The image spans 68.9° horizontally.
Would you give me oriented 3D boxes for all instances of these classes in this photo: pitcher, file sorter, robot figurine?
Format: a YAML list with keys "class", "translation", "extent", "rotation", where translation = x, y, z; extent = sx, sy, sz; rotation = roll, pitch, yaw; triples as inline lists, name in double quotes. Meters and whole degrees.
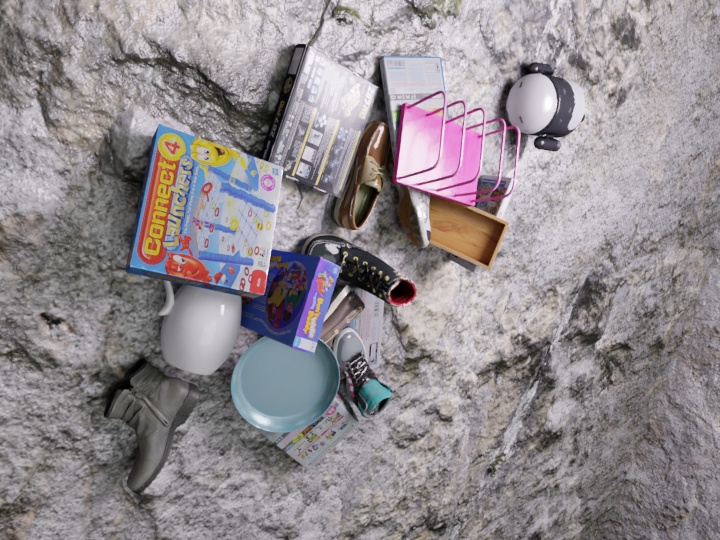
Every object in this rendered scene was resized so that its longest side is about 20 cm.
- class: "pitcher"
  translation: [-0.260, 0.046, 0.825]
  extent: [0.168, 0.120, 0.207]
  rotation: [22, 86, -36]
- class: "file sorter"
  translation: [0.176, -0.212, 0.935]
  extent: [0.194, 0.124, 0.145]
  rotation: [10, 85, -32]
- class: "robot figurine"
  translation: [0.406, -0.357, 1.146]
  extent: [0.194, 0.153, 0.126]
  rotation: [-5, 142, -35]

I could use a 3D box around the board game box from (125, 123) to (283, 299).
- class: "board game box"
  translation: [-0.222, -0.079, 0.769]
  extent: [0.190, 0.055, 0.208]
  rotation: [13, 77, -30]

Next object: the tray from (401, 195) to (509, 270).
- class: "tray"
  translation: [0.191, -0.088, 1.061]
  extent: [0.102, 0.195, 0.037]
  rotation: [-66, 167, 8]

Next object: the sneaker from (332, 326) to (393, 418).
- class: "sneaker"
  translation: [0.008, 0.220, 1.059]
  extent: [0.082, 0.120, 0.205]
  rotation: [-30, 124, -21]

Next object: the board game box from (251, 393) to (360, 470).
- class: "board game box"
  translation: [-0.110, 0.289, 1.050]
  extent: [0.146, 0.064, 0.202]
  rotation: [-39, 126, -2]

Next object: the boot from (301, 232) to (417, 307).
- class: "boot"
  translation: [0.001, -0.001, 0.969]
  extent: [0.200, 0.153, 0.076]
  rotation: [20, 98, -40]

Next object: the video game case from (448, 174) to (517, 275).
- class: "video game case"
  translation: [0.259, -0.103, 1.129]
  extent: [0.017, 0.143, 0.206]
  rotation: [19, 98, -15]

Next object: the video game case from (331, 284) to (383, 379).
- class: "video game case"
  translation: [-0.030, 0.130, 1.087]
  extent: [0.177, 0.022, 0.208]
  rotation: [-11, 115, -33]

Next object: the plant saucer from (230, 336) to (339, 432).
- class: "plant saucer"
  translation: [-0.133, 0.195, 0.937]
  extent: [0.192, 0.028, 0.208]
  rotation: [-5, 112, -13]

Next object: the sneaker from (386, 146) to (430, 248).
- class: "sneaker"
  translation: [0.116, -0.149, 1.021]
  extent: [0.086, 0.075, 0.207]
  rotation: [-23, 107, -25]

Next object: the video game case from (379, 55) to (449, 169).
- class: "video game case"
  translation: [0.108, -0.290, 0.976]
  extent: [0.139, 0.018, 0.208]
  rotation: [-13, 96, -33]

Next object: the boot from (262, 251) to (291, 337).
- class: "boot"
  translation: [-0.127, 0.080, 0.945]
  extent: [0.073, 0.096, 0.208]
  rotation: [0, 108, -35]

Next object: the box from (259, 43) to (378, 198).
- class: "box"
  translation: [-0.069, -0.246, 0.886]
  extent: [0.157, 0.049, 0.207]
  rotation: [14, 100, -37]

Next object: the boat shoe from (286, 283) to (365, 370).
- class: "boat shoe"
  translation: [-0.071, 0.120, 0.985]
  extent: [0.059, 0.072, 0.201]
  rotation: [42, 78, -9]

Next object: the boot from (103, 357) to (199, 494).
- class: "boot"
  translation: [-0.368, 0.254, 0.868]
  extent: [0.129, 0.067, 0.205]
  rotation: [33, 80, -35]

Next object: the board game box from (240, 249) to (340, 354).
- class: "board game box"
  translation: [-0.126, 0.041, 0.847]
  extent: [0.044, 0.197, 0.139]
  rotation: [24, 81, -39]

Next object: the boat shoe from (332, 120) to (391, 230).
- class: "boat shoe"
  translation: [0.017, -0.167, 0.964]
  extent: [0.074, 0.073, 0.206]
  rotation: [14, 100, -39]
